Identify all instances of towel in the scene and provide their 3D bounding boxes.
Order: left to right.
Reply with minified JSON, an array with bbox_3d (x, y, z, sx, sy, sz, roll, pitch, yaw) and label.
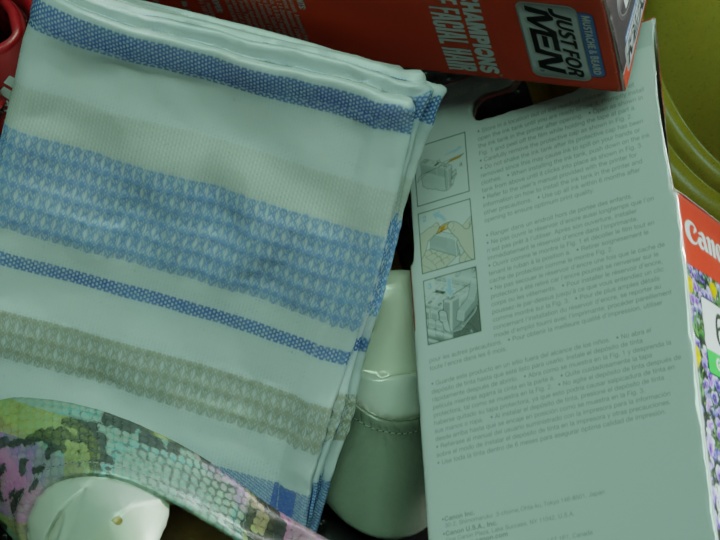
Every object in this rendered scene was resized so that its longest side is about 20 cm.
[{"bbox_3d":[-0.064,0.006,0.812,0.146,0.201,0.024,16,19,1],"label":"towel"}]

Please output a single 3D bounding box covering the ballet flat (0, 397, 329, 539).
[{"bbox_3d":[-0.054,0.109,0.795,0.200,0.069,0.071,28,31,-4],"label":"ballet flat"}]

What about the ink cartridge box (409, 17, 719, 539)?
[{"bbox_3d":[0.076,0.022,0.815,0.109,0.050,0.201,-15,66,28],"label":"ink cartridge box"}]

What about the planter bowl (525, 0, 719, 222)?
[{"bbox_3d":[0.157,-0.100,0.874,0.200,0.083,0.201,7,78,-38],"label":"planter bowl"}]

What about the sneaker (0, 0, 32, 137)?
[{"bbox_3d":[-0.114,-0.028,0.845,0.200,0.116,0.078,36,65,12],"label":"sneaker"}]

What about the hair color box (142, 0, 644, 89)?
[{"bbox_3d":[0.004,-0.134,0.813,0.199,0.064,0.111,8,65,18],"label":"hair color box"}]

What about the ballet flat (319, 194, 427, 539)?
[{"bbox_3d":[0.000,0.000,0.870,0.067,0.064,0.201,1,63,-19],"label":"ballet flat"}]
